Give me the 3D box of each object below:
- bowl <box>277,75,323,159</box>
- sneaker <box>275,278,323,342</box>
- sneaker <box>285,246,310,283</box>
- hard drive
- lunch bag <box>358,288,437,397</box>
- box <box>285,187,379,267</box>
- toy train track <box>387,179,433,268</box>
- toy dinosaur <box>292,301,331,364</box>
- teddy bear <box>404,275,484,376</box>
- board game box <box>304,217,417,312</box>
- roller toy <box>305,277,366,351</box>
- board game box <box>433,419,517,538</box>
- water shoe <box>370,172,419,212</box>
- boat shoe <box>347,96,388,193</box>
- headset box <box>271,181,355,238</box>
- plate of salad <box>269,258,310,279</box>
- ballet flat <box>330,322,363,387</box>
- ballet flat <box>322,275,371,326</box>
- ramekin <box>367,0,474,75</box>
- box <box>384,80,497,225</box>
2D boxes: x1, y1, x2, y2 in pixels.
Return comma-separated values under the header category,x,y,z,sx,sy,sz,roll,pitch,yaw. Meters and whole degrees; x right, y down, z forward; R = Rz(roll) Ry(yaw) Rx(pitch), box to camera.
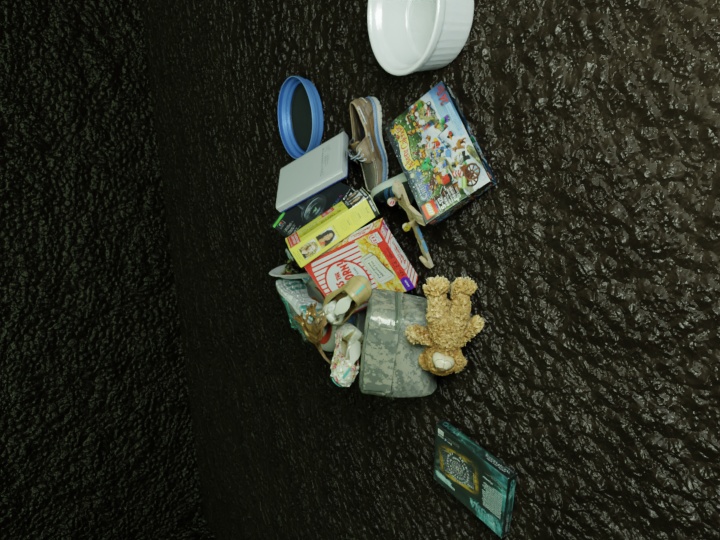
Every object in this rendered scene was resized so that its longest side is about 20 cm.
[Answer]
category,x,y,z,sx,sy,sz,roll,pitch,yaw
bowl,-0.156,-0.395,1.427,0.199,0.038,0.208,25,120,52
sneaker,-0.150,0.092,1.289,0.200,0.076,0.094,46,129,46
sneaker,-0.152,-0.010,1.511,0.199,0.074,0.079,39,127,47
hard drive,-0.112,-0.229,1.286,0.196,0.025,0.135,-23,48,28
lunch bag,0.085,0.152,1.109,0.140,0.162,0.206,-77,-6,-66
box,-0.059,-0.091,1.140,0.051,0.197,0.076,56,180,-27
toy train track,0.094,-0.078,1.042,0.115,0.032,0.203,53,173,52
toy dinosaur,-0.098,0.136,1.170,0.202,0.059,0.108,89,156,-59
teddy bear,0.156,0.104,1.002,0.067,0.141,0.205,-124,51,-64
board game box,0.000,0.000,1.152,0.196,0.047,0.153,-24,115,28
roller toy,-0.059,0.093,1.336,0.204,0.136,0.184,63,145,23
board game box,0.220,0.407,1.093,0.198,0.027,0.140,28,123,51
water shoe,0.085,-0.146,1.091,0.198,0.070,0.081,-19,86,59
boat shoe,0.008,-0.262,1.175,0.071,0.071,0.207,2,101,57
headset box,-0.095,-0.125,1.288,0.176,0.092,0.199,-54,41,-2
plate of salad,-0.131,-0.021,1.357,0.198,0.195,0.050,9,111,56
ballet flat,-0.020,0.162,1.149,0.064,0.075,0.202,-49,18,25
ballet flat,-0.044,0.072,1.123,0.068,0.063,0.200,43,142,2
ramekin,0.103,-0.442,0.942,0.199,0.095,0.207,24,119,53
box,0.137,-0.204,0.969,0.135,0.037,0.205,-32,71,29
